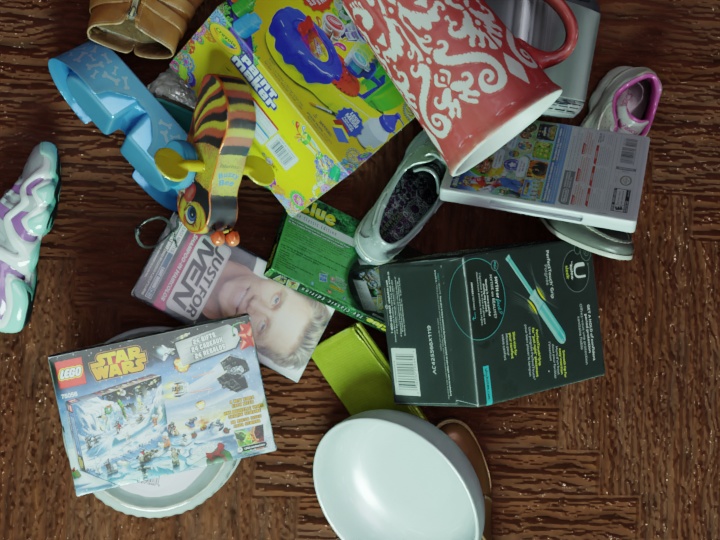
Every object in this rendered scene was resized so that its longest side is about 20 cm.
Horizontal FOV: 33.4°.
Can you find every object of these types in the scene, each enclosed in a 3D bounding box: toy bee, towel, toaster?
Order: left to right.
[{"bbox_3d":[-0.137,-0.079,1.154,0.130,0.201,0.109,-20,49,-29],"label":"toy bee"},{"bbox_3d":[0.024,0.155,1.297,0.086,0.018,0.201,-31,95,37],"label":"towel"},{"bbox_3d":[0.171,-0.231,1.266,0.199,0.113,0.131,-2,98,-53],"label":"toaster"}]

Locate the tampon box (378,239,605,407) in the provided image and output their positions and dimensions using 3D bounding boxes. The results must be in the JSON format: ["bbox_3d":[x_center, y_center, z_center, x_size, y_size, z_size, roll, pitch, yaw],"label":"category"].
[{"bbox_3d":[0.139,0.051,1.247,0.199,0.126,0.152,-8,92,-41],"label":"tampon box"}]

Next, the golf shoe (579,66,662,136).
[{"bbox_3d":[0.268,-0.138,1.323,0.075,0.092,0.201,25,88,-10],"label":"golf shoe"}]

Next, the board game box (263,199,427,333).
[{"bbox_3d":[0.000,0.000,1.279,0.199,0.023,0.106,26,61,-17],"label":"board game box"}]

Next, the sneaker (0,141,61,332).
[{"bbox_3d":[-0.390,-0.046,1.228,0.139,0.078,0.202,14,88,-9],"label":"sneaker"}]

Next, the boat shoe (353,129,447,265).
[{"bbox_3d":[0.068,-0.090,1.282,0.070,0.071,0.201,39,67,-9],"label":"boat shoe"}]

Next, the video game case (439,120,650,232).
[{"bbox_3d":[0.194,-0.107,1.248,0.198,0.018,0.144,11,45,12],"label":"video game case"}]

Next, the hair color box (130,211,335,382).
[{"bbox_3d":[-0.133,0.028,1.277,0.199,0.061,0.101,28,87,-9],"label":"hair color box"}]

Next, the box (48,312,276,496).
[{"bbox_3d":[-0.192,0.129,1.174,0.198,0.040,0.138,-11,93,-8],"label":"box"}]

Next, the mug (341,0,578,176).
[{"bbox_3d":[0.097,-0.220,1.161,0.177,0.133,0.201,-34,84,-29],"label":"mug"}]

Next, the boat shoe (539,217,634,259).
[{"bbox_3d":[0.220,-0.074,1.264,0.066,0.200,0.057,1,115,-30],"label":"boat shoe"}]

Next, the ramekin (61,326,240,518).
[{"bbox_3d":[-0.211,0.160,1.244,0.198,0.105,0.202,0,91,-9],"label":"ramekin"}]

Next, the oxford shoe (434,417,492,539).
[{"bbox_3d":[0.117,0.262,1.313,0.071,0.071,0.202,-10,90,-5],"label":"oxford shoe"}]

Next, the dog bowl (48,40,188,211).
[{"bbox_3d":[-0.237,-0.153,1.239,0.050,0.111,0.200,-44,96,-19],"label":"dog bowl"}]

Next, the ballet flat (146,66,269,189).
[{"bbox_3d":[-0.133,-0.156,1.276,0.199,0.072,0.072,31,86,-9],"label":"ballet flat"}]

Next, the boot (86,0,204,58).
[{"bbox_3d":[-0.177,-0.281,1.229,0.198,0.074,0.156,4,55,3],"label":"boot"}]

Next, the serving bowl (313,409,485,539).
[{"bbox_3d":[0.049,0.228,1.266,0.201,0.199,0.066,57,41,-5],"label":"serving bowl"}]

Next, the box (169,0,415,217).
[{"bbox_3d":[-0.047,-0.202,1.221,0.200,0.122,0.193,50,54,-6],"label":"box"}]
